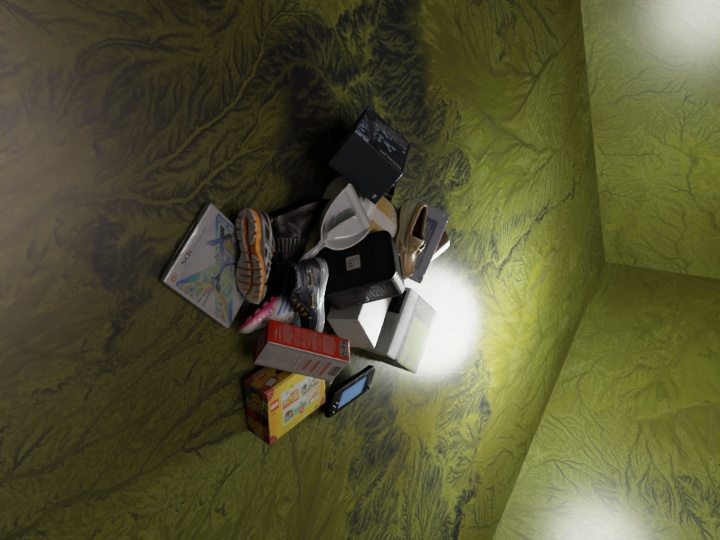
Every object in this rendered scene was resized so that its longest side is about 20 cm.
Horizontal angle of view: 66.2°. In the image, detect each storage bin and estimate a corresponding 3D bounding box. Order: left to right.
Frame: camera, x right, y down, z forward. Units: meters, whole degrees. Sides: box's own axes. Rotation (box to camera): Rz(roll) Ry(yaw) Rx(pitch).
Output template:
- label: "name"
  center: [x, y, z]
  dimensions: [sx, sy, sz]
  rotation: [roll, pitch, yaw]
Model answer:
- label: "storage bin"
  center: [0.000, 0.000, 1.364]
  dimensions: [0.094, 0.195, 0.138]
  rotation: [55, 25, -58]

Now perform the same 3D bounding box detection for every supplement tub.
- label: "supplement tub"
  center: [0.004, -0.142, 1.411]
  dimensions: [0.199, 0.142, 0.148]
  rotation: [32, 73, -51]

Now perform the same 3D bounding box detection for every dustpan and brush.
- label: "dustpan and brush"
  center: [-0.067, -0.084, 1.264]
  dimensions: [0.198, 0.057, 0.141]
  rotation: [-35, 130, -4]

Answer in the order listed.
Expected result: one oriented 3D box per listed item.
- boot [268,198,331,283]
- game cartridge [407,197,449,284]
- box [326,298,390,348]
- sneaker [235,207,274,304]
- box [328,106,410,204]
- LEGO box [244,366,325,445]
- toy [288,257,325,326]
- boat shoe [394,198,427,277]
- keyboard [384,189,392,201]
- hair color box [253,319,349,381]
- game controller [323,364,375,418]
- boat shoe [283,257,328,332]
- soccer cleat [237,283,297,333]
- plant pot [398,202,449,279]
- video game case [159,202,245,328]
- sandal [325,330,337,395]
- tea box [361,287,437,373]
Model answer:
- label: "boot"
  center: [-0.135, -0.075, 1.296]
  dimensions: [0.208, 0.079, 0.162]
  rotation: [-25, 112, -35]
- label: "game cartridge"
  center: [0.144, -0.084, 1.490]
  dimensions: [0.131, 0.041, 0.204]
  rotation: [24, 89, -10]
- label: "box"
  center: [0.004, 0.086, 1.471]
  dimensions: [0.126, 0.095, 0.203]
  rotation: [61, 39, -41]
- label: "sneaker"
  center: [-0.215, -0.030, 1.175]
  dimensions: [0.077, 0.077, 0.206]
  rotation: [-15, 112, -59]
- label: "box"
  center: [0.026, -0.281, 1.329]
  dimensions: [0.148, 0.107, 0.201]
  rotation: [39, 31, -13]
- label: "LEGO box"
  center: [-0.175, 0.290, 1.323]
  dimensions: [0.198, 0.076, 0.153]
  rotation: [-28, 128, -45]
- label: "toy"
  center: [-0.122, 0.086, 1.382]
  dimensions: [0.202, 0.046, 0.116]
  rotation: [-59, 140, -24]
- label: "boat shoe"
  center: [0.133, -0.079, 1.421]
  dimensions: [0.073, 0.065, 0.206]
  rotation: [-9, 106, -51]
- label: "keyboard"
  center: [0.075, -0.235, 1.514]
  dimensions: [0.200, 0.039, 0.107]
  rotation: [-40, 144, -81]
- label: "hair color box"
  center: [-0.133, 0.183, 1.248]
  dimensions: [0.196, 0.102, 0.062]
  rotation: [19, 46, -22]
- label: "game controller"
  center: [-0.028, 0.337, 1.554]
  dimensions: [0.198, 0.042, 0.106]
  rotation: [-25, 148, -48]
- label: "boat shoe"
  center: [-0.132, 0.071, 1.245]
  dimensions: [0.089, 0.070, 0.205]
  rotation: [-8, 113, -38]
- label: "soccer cleat"
  center: [-0.191, 0.096, 1.263]
  dimensions: [0.200, 0.069, 0.087]
  rotation: [-43, 108, -39]
- label: "plant pot"
  center: [0.122, -0.060, 1.581]
  dimensions: [0.200, 0.185, 0.189]
  rotation: [-45, 133, -17]
- label: "video game case"
  center: [-0.297, -0.006, 1.150]
  dimensions: [0.200, 0.022, 0.185]
  rotation: [49, 61, -47]
- label: "sandal"
  center: [-0.072, 0.259, 1.481]
  dimensions: [0.079, 0.056, 0.206]
  rotation: [27, 77, -52]
- label: "tea box"
  center: [0.107, 0.169, 1.632]
  dimensions: [0.196, 0.131, 0.204]
  rotation: [40, 68, -48]
